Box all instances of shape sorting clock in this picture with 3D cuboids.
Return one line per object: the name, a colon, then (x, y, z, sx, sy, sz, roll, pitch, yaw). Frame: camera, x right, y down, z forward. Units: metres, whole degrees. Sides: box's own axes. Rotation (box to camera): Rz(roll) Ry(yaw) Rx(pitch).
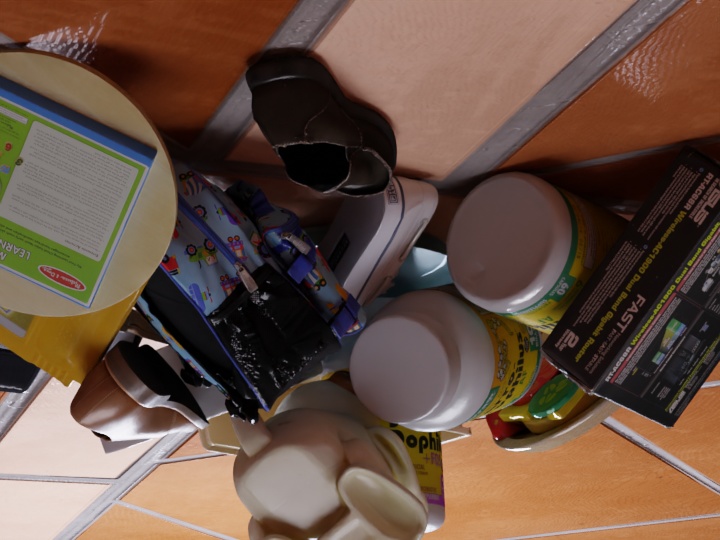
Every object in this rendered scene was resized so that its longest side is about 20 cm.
shape sorting clock: (-0.222, -0.058, 1.469, 0.199, 0.201, 0.039, -5, -157, 10)

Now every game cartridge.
game cartridge: (-0.260, -0.010, 1.575, 0.200, 0.032, 0.176, 36, 143, 0)

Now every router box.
router box: (0.247, 0.016, 1.677, 0.062, 0.200, 0.150, 39, -173, 34)

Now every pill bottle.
pill bottle: (0.168, -0.002, 1.730, 0.112, 0.113, 0.200, -14, 158, 34)
pill bottle: (0.068, 0.070, 1.745, 0.112, 0.113, 0.200, -9, 179, 23)
pill bottle: (0.018, 0.129, 1.886, 0.104, 0.201, 0.104, -3, 166, -1)

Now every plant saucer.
plant saucer: (-0.007, -0.003, 1.850, 0.199, 0.028, 0.200, -1, 161, 0)

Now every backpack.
backpack: (-0.114, -0.007, 1.620, 0.134, 0.200, 0.183, -40, -162, -9)

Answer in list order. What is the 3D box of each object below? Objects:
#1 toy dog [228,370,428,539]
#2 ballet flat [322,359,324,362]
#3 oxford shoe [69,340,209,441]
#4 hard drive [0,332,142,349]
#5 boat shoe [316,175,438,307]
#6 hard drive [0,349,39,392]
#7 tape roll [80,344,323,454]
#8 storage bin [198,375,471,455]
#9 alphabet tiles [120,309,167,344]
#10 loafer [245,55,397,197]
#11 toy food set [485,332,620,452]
toy dog: (-0.037, 0.161, 1.741, 0.194, 0.140, 0.200, 38, -164, -5)
ballet flat: (-0.032, 0.059, 1.980, 0.199, 0.076, 0.064, 2, -173, 1)
oxford shoe: (-0.174, 0.102, 1.659, 0.071, 0.071, 0.200, -40, 162, 5)
hard drive: (-0.285, 0.043, 1.838, 0.199, 0.043, 0.135, 9, -178, -1)
boat shoe: (0.000, 0.000, 1.723, 0.065, 0.074, 0.200, 1, 145, -33)
hard drive: (-0.377, 0.081, 1.944, 0.134, 0.043, 0.200, 9, 177, -29)
tape roll: (-0.137, 0.091, 1.853, 0.202, 0.071, 0.202, -20, 178, -1)
storage bin: (-0.031, 0.127, 2.142, 0.198, 0.094, 0.200, 13, 157, -39)
alphabet tiles: (-0.244, 0.013, 1.739, 0.200, 0.015, 0.195, 25, -177, 40)
loafer: (-0.030, -0.085, 1.521, 0.073, 0.072, 0.200, -9, 161, 21)
toy food set: (0.192, 0.083, 1.881, 0.049, 0.200, 0.198, 51, 156, -14)
